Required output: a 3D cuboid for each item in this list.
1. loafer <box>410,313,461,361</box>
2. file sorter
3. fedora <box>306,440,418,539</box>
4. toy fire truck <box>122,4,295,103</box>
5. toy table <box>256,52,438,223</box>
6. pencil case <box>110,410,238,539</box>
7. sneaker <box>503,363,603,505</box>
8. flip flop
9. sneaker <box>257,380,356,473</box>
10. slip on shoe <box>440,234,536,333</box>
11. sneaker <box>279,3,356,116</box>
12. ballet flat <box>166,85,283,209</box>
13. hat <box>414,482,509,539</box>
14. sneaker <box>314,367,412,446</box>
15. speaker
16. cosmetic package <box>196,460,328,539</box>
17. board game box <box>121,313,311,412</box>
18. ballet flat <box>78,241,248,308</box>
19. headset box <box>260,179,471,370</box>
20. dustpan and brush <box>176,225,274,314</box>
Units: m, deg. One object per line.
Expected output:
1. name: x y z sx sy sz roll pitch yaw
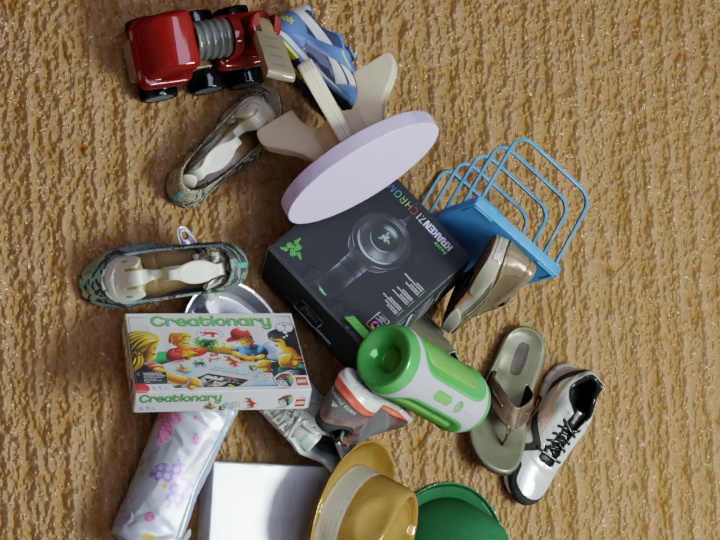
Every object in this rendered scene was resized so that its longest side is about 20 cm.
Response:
1. loafer: 0.088 0.099 1.792 0.200 0.069 0.075 48 67 -13
2. file sorter: 0.167 -0.067 1.780 0.138 0.199 0.124 39 67 -16
3. fedora: 0.013 0.300 1.678 0.200 0.081 0.204 -32 128 -53
4. toy fire truck: -0.163 -0.252 1.644 0.174 0.199 0.131 -12 88 -26
5. toy table: -0.021 -0.157 1.654 0.198 0.184 0.118 -26 68 -7
6. pencil case: -0.209 0.226 1.616 0.083 0.090 0.203 31 76 -45
7. sneaker: 0.249 0.209 1.852 0.073 0.080 0.202 31 74 -20
8. flip flop: 0.193 0.161 1.829 0.080 0.058 0.202 23 70 -4
9. sneaker: -0.075 0.165 1.682 0.199 0.081 0.070 37 114 -24
10. slip on shoe: 0.152 0.026 1.731 0.060 0.201 0.077 24 55 -4
11. sneaker: -0.032 -0.247 1.777 0.200 0.074 0.083 46 62 -17
12. ballet flat: -0.151 -0.152 1.706 0.068 0.075 0.200 45 68 -8
13. hat: 0.152 0.341 1.734 0.198 0.176 0.168 -18 91 -26
14. sneaker: -0.004 0.165 1.679 0.082 0.200 0.077 -45 66 7
15. speaker: 0.076 0.128 1.664 0.199 0.087 0.090 33 68 -52
16. cosmetic package: -0.117 0.329 1.680 0.149 0.052 0.203 7 81 -23
17. board game box: -0.163 0.102 1.606 0.197 0.035 0.127 0 40 -18
18. ballet flat: -0.226 0.002 1.614 0.197 0.074 0.075 -11 88 2
19. headset box: 0.000 0.000 1.722 0.199 0.093 0.174 -39 79 -23
20. dustpan and brush: -0.174 0.042 1.681 0.139 0.057 0.202 -29 96 -25
